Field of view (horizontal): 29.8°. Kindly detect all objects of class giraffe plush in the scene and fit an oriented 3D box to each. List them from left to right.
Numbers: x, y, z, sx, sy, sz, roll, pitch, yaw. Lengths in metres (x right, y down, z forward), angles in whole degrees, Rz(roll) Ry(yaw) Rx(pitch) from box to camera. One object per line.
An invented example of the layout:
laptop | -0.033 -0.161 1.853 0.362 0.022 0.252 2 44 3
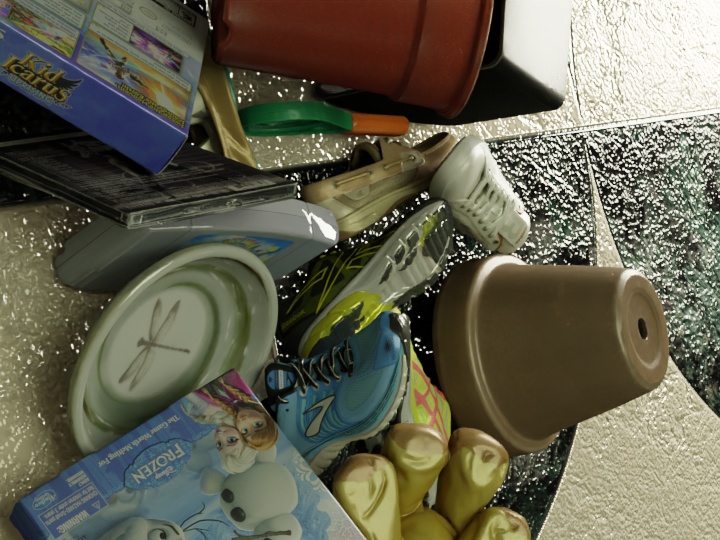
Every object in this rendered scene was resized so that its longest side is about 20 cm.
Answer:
giraffe plush | 0.035 0.236 1.136 0.172 0.162 0.201 6 75 -19

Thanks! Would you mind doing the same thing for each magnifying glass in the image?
magnifying glass | -0.028 -0.133 1.205 0.200 0.079 0.023 -1 84 -49

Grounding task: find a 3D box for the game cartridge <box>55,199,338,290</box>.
game cartridge | -0.120 -0.021 1.058 0.199 0.133 0.041 3 63 -42

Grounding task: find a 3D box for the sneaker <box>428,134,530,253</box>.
sneaker | 0.121 -0.065 1.259 0.073 0.085 0.200 -54 162 -2

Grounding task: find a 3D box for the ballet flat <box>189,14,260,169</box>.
ballet flat | -0.126 -0.113 1.117 0.063 0.069 0.201 -25 99 -26

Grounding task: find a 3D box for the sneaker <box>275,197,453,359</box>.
sneaker | 0.000 0.000 1.174 0.200 0.084 0.075 -45 141 -22

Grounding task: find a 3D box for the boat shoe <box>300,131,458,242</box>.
boat shoe | 0.024 -0.092 1.246 0.200 0.071 0.065 -36 103 -43

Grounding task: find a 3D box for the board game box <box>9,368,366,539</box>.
board game box | -0.112 0.200 0.979 0.200 0.043 0.199 -32 77 -35

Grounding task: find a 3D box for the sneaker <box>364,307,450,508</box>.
sneaker | 0.039 0.118 1.234 0.090 0.078 0.201 -23 104 -52

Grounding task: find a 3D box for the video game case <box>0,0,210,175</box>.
video game case | -0.209 -0.179 0.977 0.200 0.045 0.182 31 29 -21

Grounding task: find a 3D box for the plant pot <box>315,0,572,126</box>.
plant pot | 0.098 -0.236 1.268 0.177 0.199 0.201 23 67 -49

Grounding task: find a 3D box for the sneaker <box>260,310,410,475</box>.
sneaker | -0.032 0.099 1.089 0.090 0.200 0.079 27 37 -23

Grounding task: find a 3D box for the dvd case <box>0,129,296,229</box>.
dvd case | -0.167 -0.072 0.984 0.148 0.200 0.016 -14 118 -43

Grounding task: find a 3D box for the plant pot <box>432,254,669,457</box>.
plant pot | 0.193 0.071 1.286 0.200 0.174 0.201 23 61 -51

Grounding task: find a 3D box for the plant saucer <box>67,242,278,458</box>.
plant saucer | -0.151 0.061 1.038 0.200 0.050 0.201 -32 139 -32

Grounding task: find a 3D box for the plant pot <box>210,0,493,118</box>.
plant pot | -0.015 -0.226 1.055 0.194 0.201 0.202 3 80 -11
